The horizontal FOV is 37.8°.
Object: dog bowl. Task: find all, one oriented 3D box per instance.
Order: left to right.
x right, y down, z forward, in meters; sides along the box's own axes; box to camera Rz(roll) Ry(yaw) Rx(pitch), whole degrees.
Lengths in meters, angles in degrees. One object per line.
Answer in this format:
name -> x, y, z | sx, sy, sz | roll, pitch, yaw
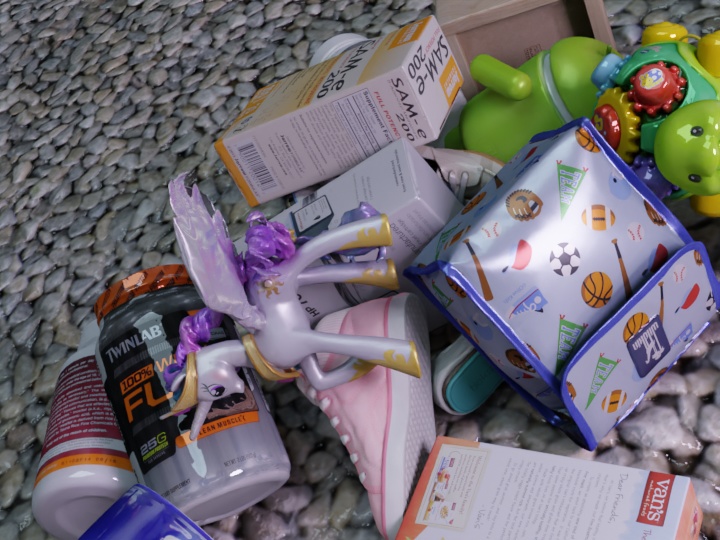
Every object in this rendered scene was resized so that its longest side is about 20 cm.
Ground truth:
dog bowl -> -0.114, 0.244, 0.732 | 0.200, 0.201, 0.079 | 22, 60, 42

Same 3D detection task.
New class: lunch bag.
lunch bag -> 0.167, 0.014, 0.810 | 0.170, 0.200, 0.124 | -44, 9, -10

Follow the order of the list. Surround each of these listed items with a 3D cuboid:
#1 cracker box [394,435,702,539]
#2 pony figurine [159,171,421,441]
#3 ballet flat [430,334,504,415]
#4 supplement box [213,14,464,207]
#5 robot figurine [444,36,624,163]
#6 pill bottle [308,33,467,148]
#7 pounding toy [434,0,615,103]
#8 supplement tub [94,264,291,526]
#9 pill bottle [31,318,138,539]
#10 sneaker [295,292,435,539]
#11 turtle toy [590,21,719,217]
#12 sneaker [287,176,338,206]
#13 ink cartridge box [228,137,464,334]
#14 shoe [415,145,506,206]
cracker box -> 0.126, 0.201, 0.745 | 0.199, 0.058, 0.134 | 4, 52, 34
pony figurine -> -0.070, 0.017, 0.793 | 0.199, 0.194, 0.167 | -12, 2, -1
ballet flat -> 0.133, 0.043, 0.899 | 0.200, 0.070, 0.069 | -39, 42, -8
supplement box -> -0.018, -0.144, 0.952 | 0.199, 0.074, 0.126 | -18, 26, 27
robot figurine -> 0.173, -0.137, 0.982 | 0.200, 0.175, 0.116 | -31, 50, 35
pill bottle -> 0.023, -0.183, 1.136 | 0.114, 0.114, 0.200 | -36, 38, -6
pounding toy -> 0.149, -0.257, 1.086 | 0.199, 0.184, 0.143 | -15, 43, 17
supplement tub -> -0.147, 0.104, 0.882 | 0.122, 0.123, 0.201 | -27, 71, 4
pill bottle -> -0.228, 0.141, 0.966 | 0.112, 0.113, 0.201 | -18, 43, 14
sneaker -> 0.002, 0.121, 0.852 | 0.104, 0.075, 0.201 | -8, 70, 22
turtle toy -> 0.240, -0.110, 0.814 | 0.101, 0.147, 0.200 | -9, 19, -16
sneaker -> -0.017, -0.071, 1.025 | 0.072, 0.072, 0.200 | -22, 4, 19
ink cartridge box -> 0.000, 0.000, 0.920 | 0.199, 0.146, 0.086 | -31, 41, 18
shoe -> 0.062, -0.081, 0.970 | 0.199, 0.070, 0.053 | 21, 32, 30
